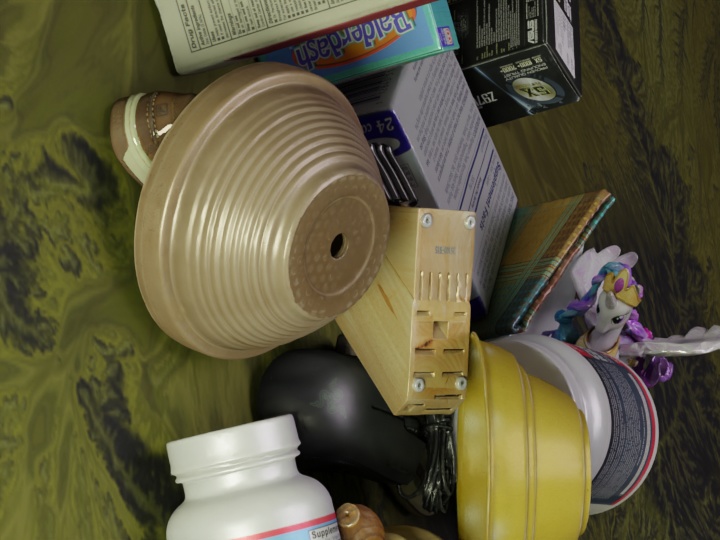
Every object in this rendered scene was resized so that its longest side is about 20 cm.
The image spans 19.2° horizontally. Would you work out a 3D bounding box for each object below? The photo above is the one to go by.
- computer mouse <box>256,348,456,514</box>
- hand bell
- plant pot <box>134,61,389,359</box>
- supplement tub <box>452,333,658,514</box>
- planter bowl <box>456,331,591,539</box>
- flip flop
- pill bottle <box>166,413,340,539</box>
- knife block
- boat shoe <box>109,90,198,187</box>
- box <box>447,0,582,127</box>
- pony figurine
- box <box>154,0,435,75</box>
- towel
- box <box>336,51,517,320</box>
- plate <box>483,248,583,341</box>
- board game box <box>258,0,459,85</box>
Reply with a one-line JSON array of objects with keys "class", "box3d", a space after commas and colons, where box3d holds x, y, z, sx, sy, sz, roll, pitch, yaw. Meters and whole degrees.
[{"class": "computer mouse", "box3d": [0.011, 0.102, 1.553, 0.199, 0.053, 0.139, 11, 72, -45]}, {"class": "hand bell", "box3d": [0.008, 0.193, 1.440, 0.200, 0.103, 0.105, 65, 20, -63]}, {"class": "plant pot", "box3d": [-0.046, -0.030, 1.402, 0.200, 0.092, 0.202, -24, 123, -42]}, {"class": "supplement tub", "box3d": [0.150, 0.126, 1.718, 0.200, 0.140, 0.141, 17, 62, -64]}, {"class": "planter bowl", "box3d": [0.119, 0.144, 1.530, 0.200, 0.083, 0.202, 180, -90, -87]}, {"class": "flip flop", "box3d": [0.030, 0.118, 1.657, 0.200, 0.057, 0.081, 57, 29, -38]}, {"class": "pill bottle", "box3d": [-0.061, 0.197, 1.334, 0.109, 0.108, 0.201, -5, 82, -67]}, {"class": "knife block", "box3d": [0.000, 0.000, 1.569, 0.064, 0.175, 0.201, 2, 91, -44]}, {"class": "boat shoe", "box3d": [-0.090, -0.061, 1.460, 0.202, 0.074, 0.075, 38, 43, -56]}, {"class": "box", "box3d": [0.107, -0.231, 1.911, 0.086, 0.163, 0.201, 49, 33, -47]}, {"class": "pony figurine", "box3d": [0.234, 0.074, 1.951, 0.193, 0.166, 0.201, -17, 134, -58]}, {"class": "box", "box3d": [-0.042, -0.229, 1.509, 0.109, 0.199, 0.129, -25, 100, -67]}, {"class": "towel", "box3d": [0.124, 0.002, 1.740, 0.022, 0.200, 0.147, 40, 73, -14]}, {"class": "box", "box3d": [0.036, -0.079, 1.727, 0.201, 0.104, 0.184, 64, 25, -25]}, {"class": "plate", "box3d": [0.150, 0.053, 1.938, 0.199, 0.032, 0.201, -5, 106, -69]}, {"class": "board game box", "box3d": [-0.024, -0.245, 1.626, 0.045, 0.151, 0.201, -21, 97, -68]}]
